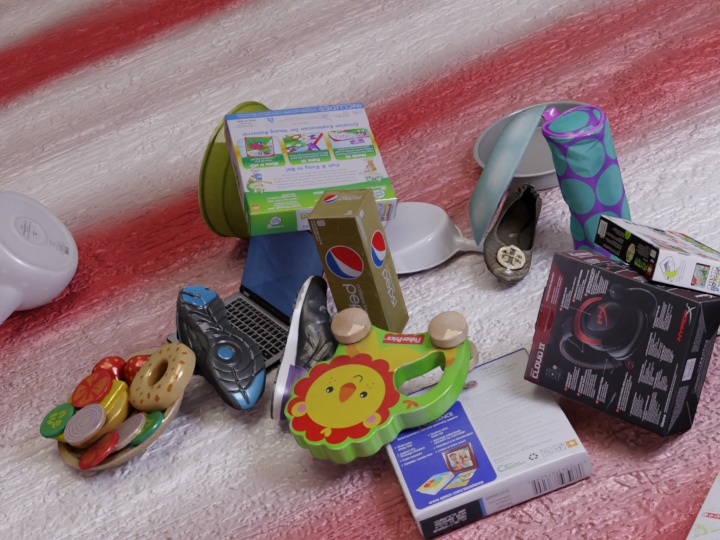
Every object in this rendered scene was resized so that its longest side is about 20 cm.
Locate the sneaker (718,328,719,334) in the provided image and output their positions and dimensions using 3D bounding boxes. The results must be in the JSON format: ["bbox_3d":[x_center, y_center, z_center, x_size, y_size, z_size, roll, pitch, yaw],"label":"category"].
[{"bbox_3d":[0.411,0.024,1.615,0.198,0.089,0.077,1,37,29],"label":"sneaker"}]

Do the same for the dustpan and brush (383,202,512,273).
[{"bbox_3d":[0.107,-0.041,1.913,0.198,0.058,0.140,-7,35,30],"label":"dustpan and brush"}]

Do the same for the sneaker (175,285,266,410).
[{"bbox_3d":[-0.178,0.110,1.791,0.072,0.083,0.201,-6,43,-29],"label":"sneaker"}]

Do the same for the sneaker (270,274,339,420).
[{"bbox_3d":[-0.049,0.101,1.742,0.086,0.076,0.202,9,58,5],"label":"sneaker"}]

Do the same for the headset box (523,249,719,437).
[{"bbox_3d":[0.273,0.071,1.527,0.199,0.151,0.075,20,14,35],"label":"headset box"}]

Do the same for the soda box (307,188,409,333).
[{"bbox_3d":[0.000,0.000,1.757,0.067,0.202,0.064,-1,36,24],"label":"soda box"}]

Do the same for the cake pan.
[{"bbox_3d":[0.261,-0.177,2.037,0.198,0.037,0.201,-14,33,9],"label":"cake pan"}]

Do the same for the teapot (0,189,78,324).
[{"bbox_3d":[-0.525,-0.013,2.100,0.146,0.198,0.200,-46,-12,25],"label":"teapot"}]

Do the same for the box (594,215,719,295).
[{"bbox_3d":[0.340,-0.017,1.563,0.109,0.035,0.200,12,10,-10],"label":"box"}]

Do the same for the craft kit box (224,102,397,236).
[{"bbox_3d":[-0.069,-0.139,1.895,0.197,0.049,0.199,-6,45,-12],"label":"craft kit box"}]

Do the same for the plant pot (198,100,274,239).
[{"bbox_3d":[-0.096,-0.120,2.018,0.191,0.202,0.201,18,46,27],"label":"plant pot"}]

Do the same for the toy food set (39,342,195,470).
[{"bbox_3d":[-0.302,0.169,1.773,0.198,0.049,0.199,5,50,43],"label":"toy food set"}]

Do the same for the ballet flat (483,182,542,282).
[{"bbox_3d":[0.206,-0.055,1.861,0.067,0.047,0.201,26,39,0],"label":"ballet flat"}]

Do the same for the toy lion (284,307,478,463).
[{"bbox_3d":[0.018,0.135,1.614,0.198,0.069,0.193,0,46,24],"label":"toy lion"}]

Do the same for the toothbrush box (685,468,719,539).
[{"bbox_3d":[0.400,0.236,1.312,0.144,0.087,0.200,7,42,35],"label":"toothbrush box"}]

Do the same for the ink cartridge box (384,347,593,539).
[{"bbox_3d":[0.129,0.188,1.564,0.196,0.047,0.200,-21,30,-2],"label":"ink cartridge box"}]

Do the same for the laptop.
[{"bbox_3d":[-0.151,0.032,1.868,0.199,0.117,0.187,-32,34,-20],"label":"laptop"}]

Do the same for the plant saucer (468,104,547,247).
[{"bbox_3d":[0.179,-0.128,1.818,0.038,0.202,0.202,25,44,5],"label":"plant saucer"}]

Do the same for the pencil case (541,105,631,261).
[{"bbox_3d":[0.284,-0.103,1.764,0.085,0.202,0.092,-29,31,-17],"label":"pencil case"}]
